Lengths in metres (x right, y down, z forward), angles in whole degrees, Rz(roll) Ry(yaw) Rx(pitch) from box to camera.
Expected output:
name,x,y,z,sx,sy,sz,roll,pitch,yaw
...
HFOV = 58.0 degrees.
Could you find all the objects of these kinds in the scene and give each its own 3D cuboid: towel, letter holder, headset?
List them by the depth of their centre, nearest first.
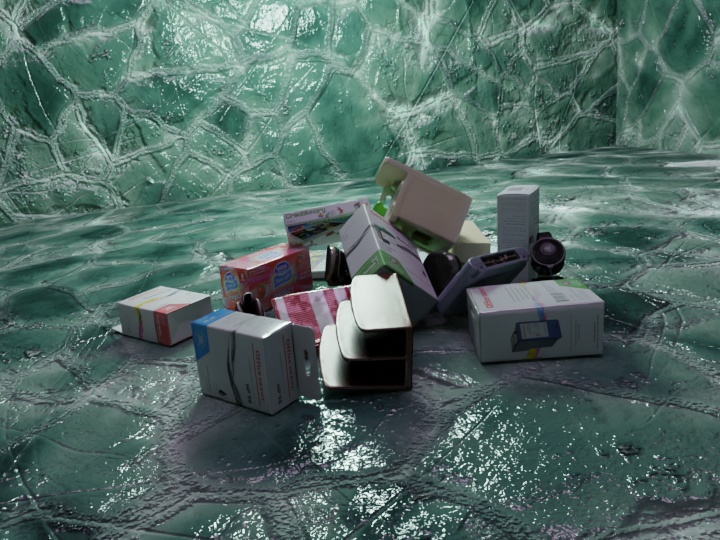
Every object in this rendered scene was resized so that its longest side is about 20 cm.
name,x,y,z,sx,sy,sz,roll,pitch,yaw
letter holder,0.002,0.091,1.019,0.137,0.104,0.201,-2,22,-3
towel,-0.052,0.081,1.162,0.194,0.023,0.146,-9,42,-16
headset,0.344,0.005,1.239,0.091,0.127,0.201,-5,23,9

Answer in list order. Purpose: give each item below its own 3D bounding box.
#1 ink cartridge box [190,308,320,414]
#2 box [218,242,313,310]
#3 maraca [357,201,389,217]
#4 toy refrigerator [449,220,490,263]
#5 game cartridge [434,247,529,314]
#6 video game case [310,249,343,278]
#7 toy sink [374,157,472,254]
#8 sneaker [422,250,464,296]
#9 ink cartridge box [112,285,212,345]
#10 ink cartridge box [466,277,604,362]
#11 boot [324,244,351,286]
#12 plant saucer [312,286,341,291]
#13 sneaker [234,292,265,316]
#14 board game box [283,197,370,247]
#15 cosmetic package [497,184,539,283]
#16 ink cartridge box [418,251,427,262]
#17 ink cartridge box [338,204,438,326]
name,x,y,z,sx,sy,sz,roll,pitch,yaw
ink cartridge box,-0.156,0.133,0.954,0.196,0.120,0.066,6,18,37
box,-0.202,0.015,1.418,0.093,0.106,0.198,6,18,36
maraca,0.030,-0.063,1.459,0.134,0.204,0.108,-20,43,-14
toy refrigerator,0.228,-0.054,1.432,0.073,0.072,0.201,1,18,-3
game cartridge,0.224,0.022,1.209,0.197,0.135,0.041,-11,52,-46
video game case,-0.104,-0.017,1.653,0.176,0.024,0.200,-1,17,14
toy sink,0.108,-0.122,1.333,0.196,0.114,0.130,26,-15,-3
sneaker,0.176,0.006,1.256,0.111,0.078,0.200,-12,-17,-14
ink cartridge box,-0.402,0.085,1.298,0.195,0.070,0.115,6,19,35
ink cartridge box,0.278,0.078,1.062,0.193,0.090,0.146,-3,14,2
boot,0.000,0.000,1.354,0.146,0.076,0.200,6,-14,1
plant saucer,-0.052,0.077,1.275,0.193,0.036,0.201,-4,16,1
sneaker,-0.194,0.089,1.123,0.074,0.119,0.199,-12,17,-24
board game box,-0.073,-0.103,1.483,0.194,0.036,0.127,-11,-25,-5
cosmetic package,0.324,-0.064,1.332,0.072,0.206,0.101,3,18,27
ink cartridge box,0.200,-0.001,1.453,0.193,0.042,0.200,-2,17,8
ink cartridge box,0.048,-0.012,1.216,0.144,0.084,0.202,32,25,-32
